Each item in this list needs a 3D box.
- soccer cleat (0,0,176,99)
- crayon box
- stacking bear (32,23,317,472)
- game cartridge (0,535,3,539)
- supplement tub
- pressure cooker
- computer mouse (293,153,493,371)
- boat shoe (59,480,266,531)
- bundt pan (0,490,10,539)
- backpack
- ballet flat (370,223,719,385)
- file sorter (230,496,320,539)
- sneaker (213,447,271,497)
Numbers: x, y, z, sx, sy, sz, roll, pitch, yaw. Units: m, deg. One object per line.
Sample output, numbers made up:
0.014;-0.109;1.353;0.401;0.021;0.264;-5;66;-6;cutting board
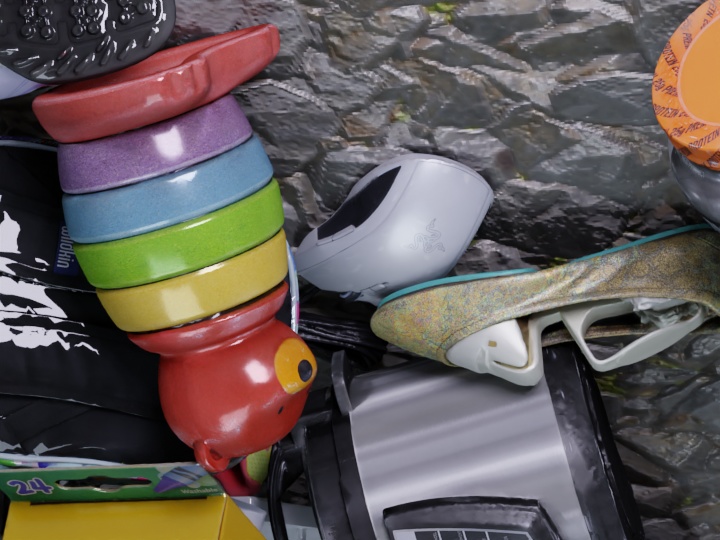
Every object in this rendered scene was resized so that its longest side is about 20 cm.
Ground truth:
-0.181;-0.113;1.387;0.200;0.068;0.073;-10;171;14;soccer cleat
-0.105;0.168;1.475;0.126;0.052;0.200;-4;148;21;crayon box
-0.080;-0.004;1.378;0.114;0.121;0.200;-11;101;29;stacking bear
-0.216;0.228;1.796;0.133;0.041;0.200;8;148;5;game cartridge
0.227;-0.046;1.349;0.122;0.123;0.200;-16;141;31;supplement tub
0.050;0.135;1.582;0.200;0.176;0.179;-16;157;7;pressure cooker
0.000;0.000;1.533;0.110;0.044;0.200;21;145;-20;computer mouse
-0.121;0.152;1.578;0.074;0.068;0.199;19;169;-35;boat shoe
-0.296;0.164;1.811;0.202;0.076;0.202;5;147;3;bundt pan
-0.137;0.028;1.484;0.200;0.178;0.151;8;172;-9;backpack
0.105;0.027;1.496;0.200;0.071;0.071;-12;145;5;ballet flat
-0.054;0.208;1.715;0.139;0.125;0.200;-6;167;40;file sorter
-0.132;0.076;1.632;0.200;0.090;0.078;17;147;-14;sneaker
